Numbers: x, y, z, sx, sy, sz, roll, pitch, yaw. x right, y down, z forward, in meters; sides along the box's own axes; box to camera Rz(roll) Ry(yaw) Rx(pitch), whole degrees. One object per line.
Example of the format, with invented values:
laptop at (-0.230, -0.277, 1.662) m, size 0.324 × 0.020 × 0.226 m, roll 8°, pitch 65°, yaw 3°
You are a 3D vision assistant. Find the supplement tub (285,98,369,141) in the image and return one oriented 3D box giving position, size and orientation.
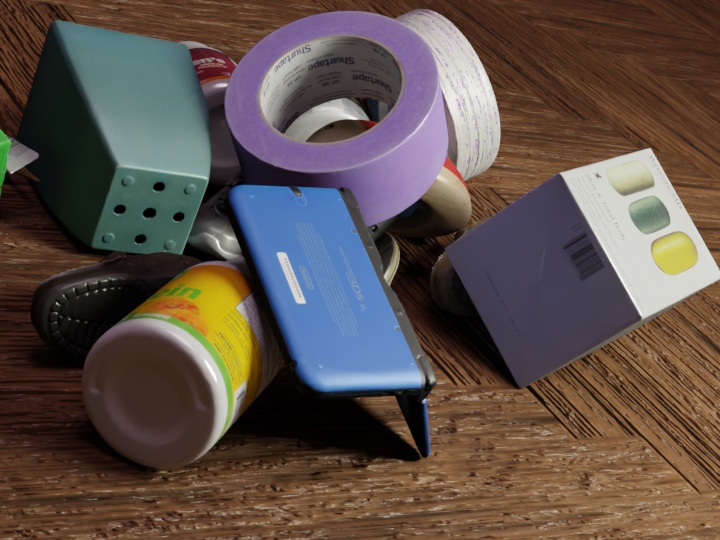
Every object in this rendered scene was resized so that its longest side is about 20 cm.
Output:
supplement tub at (-0.051, -0.157, 1.634) m, size 0.121 × 0.123 × 0.200 m, roll 13°, pitch 26°, yaw -16°

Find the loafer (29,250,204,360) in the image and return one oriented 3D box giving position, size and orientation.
loafer at (-0.197, 0.023, 1.220) m, size 0.071 × 0.074 × 0.199 m, roll 24°, pitch 17°, yaw 31°

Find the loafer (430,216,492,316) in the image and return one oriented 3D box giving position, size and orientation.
loafer at (0.121, -0.006, 1.530) m, size 0.067 × 0.077 × 0.200 m, roll -5°, pitch 15°, yaw 35°

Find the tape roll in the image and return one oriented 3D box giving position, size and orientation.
tape roll at (-0.021, -0.139, 1.387) m, size 0.198 × 0.085 × 0.201 m, roll -5°, pitch 53°, yaw 7°

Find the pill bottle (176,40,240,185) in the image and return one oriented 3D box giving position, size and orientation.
pill bottle at (-0.163, -0.172, 1.578) m, size 0.109 × 0.110 × 0.200 m, roll 10°, pitch 19°, yaw -24°

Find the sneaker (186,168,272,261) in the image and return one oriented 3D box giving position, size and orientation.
sneaker at (-0.113, -0.068, 1.446) m, size 0.074 × 0.083 × 0.200 m, roll 23°, pitch 24°, yaw 5°

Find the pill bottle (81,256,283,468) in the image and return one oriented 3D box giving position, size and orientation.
pill bottle at (-0.119, 0.059, 1.142) m, size 0.110 × 0.112 × 0.200 m, roll 25°, pitch 24°, yaw 9°

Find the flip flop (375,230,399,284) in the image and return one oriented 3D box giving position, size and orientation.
flip flop at (0.000, 0.000, 1.427) m, size 0.081 × 0.058 × 0.200 m, roll -24°, pitch 16°, yaw 0°

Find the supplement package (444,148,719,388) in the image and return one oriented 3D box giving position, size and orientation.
supplement package at (0.216, -0.007, 1.439) m, size 0.199 × 0.150 × 0.153 m, roll -17°, pitch 77°, yaw -54°

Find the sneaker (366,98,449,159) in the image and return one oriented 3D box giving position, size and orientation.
sneaker at (0.065, -0.132, 1.582) m, size 0.070 × 0.201 × 0.082 m, roll -27°, pitch 23°, yaw -19°

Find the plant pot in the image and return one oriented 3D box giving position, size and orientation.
plant pot at (-0.219, -0.110, 1.388) m, size 0.140 × 0.142 × 0.201 m, roll 7°, pitch 33°, yaw -28°

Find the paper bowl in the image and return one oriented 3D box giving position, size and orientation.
paper bowl at (0.061, -0.185, 1.705) m, size 0.104 × 0.202 × 0.201 m, roll -25°, pitch 44°, yaw -22°

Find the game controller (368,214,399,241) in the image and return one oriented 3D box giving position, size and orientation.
game controller at (-0.041, -0.018, 1.384) m, size 0.103 × 0.042 × 0.200 m, roll 2°, pitch 27°, yaw 27°

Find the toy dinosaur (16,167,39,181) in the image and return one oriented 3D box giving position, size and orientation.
toy dinosaur at (-0.387, -0.130, 1.409) m, size 0.198 × 0.061 × 0.107 m, roll 14°, pitch 51°, yaw -7°

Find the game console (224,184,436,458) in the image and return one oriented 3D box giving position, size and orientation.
game console at (-0.024, 0.044, 1.194) m, size 0.169 × 0.119 × 0.201 m, roll 0°, pitch 49°, yaw -33°

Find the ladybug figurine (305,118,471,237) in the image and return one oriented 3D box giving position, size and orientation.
ladybug figurine at (0.027, -0.094, 1.499) m, size 0.199 × 0.135 × 0.073 m, roll 23°, pitch 61°, yaw -28°

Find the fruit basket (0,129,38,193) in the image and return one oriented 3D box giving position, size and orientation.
fruit basket at (-0.409, -0.109, 1.291) m, size 0.199 × 0.094 × 0.185 m, roll 23°, pitch 29°, yaw 21°
